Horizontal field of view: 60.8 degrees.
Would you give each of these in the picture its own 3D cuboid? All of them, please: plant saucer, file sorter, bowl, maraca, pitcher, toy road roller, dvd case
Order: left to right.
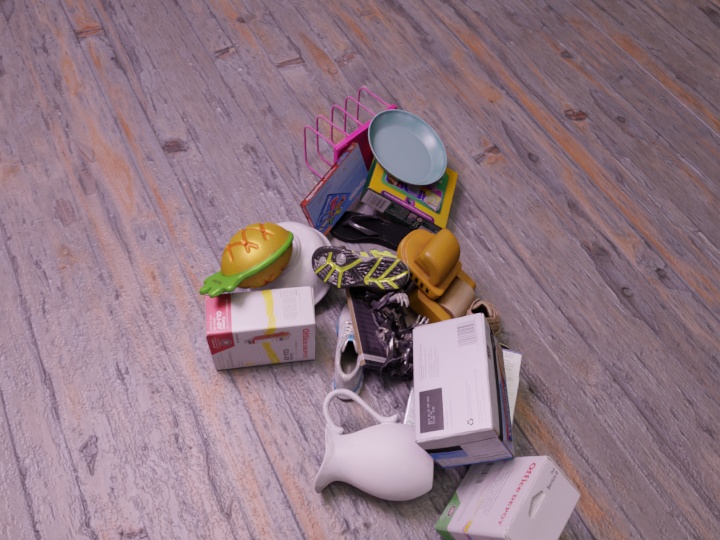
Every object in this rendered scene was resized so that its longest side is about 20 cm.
[{"bbox_3d":[-0.204,-0.015,1.114,0.199,0.109,0.136,-40,24,-27],"label":"maraca"},{"bbox_3d":[-0.153,-0.021,1.229,0.195,0.091,0.206,-5,65,11],"label":"bowl"},{"bbox_3d":[-0.027,-0.311,1.439,0.125,0.141,0.199,38,61,23],"label":"file sorter"},{"bbox_3d":[0.026,0.295,1.045,0.194,0.121,0.177,3,82,4],"label":"pitcher"},{"bbox_3d":[0.038,0.104,1.197,0.146,0.016,0.204,18,46,-40],"label":"dvd case"},{"bbox_3d":[0.100,-0.266,1.364,0.195,0.036,0.205,12,58,-20],"label":"plant saucer"},{"bbox_3d":[0.155,0.008,1.214,0.200,0.146,0.123,44,61,-3],"label":"toy road roller"}]

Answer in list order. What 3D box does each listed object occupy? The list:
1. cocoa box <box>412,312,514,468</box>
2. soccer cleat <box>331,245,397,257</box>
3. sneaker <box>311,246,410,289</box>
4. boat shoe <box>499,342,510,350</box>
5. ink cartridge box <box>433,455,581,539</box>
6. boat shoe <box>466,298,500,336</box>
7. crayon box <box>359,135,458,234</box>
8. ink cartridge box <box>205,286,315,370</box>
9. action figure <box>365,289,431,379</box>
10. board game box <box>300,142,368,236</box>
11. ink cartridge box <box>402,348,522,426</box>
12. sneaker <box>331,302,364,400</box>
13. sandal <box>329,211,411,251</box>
[{"bbox_3d":[0.168,0.200,1.013,0.130,0.132,0.204,-15,50,23],"label":"cocoa box"},{"bbox_3d":[0.007,-0.003,1.295,0.194,0.065,0.086,4,79,-6],"label":"soccer cleat"},{"bbox_3d":[0.000,0.000,1.166,0.195,0.076,0.078,13,94,15],"label":"sneaker"},{"bbox_3d":[0.201,0.158,1.185,0.194,0.077,0.062,13,16,-1],"label":"boat shoe"},{"bbox_3d":[0.226,0.378,0.966,0.088,0.200,0.146,45,60,-3],"label":"ink cartridge box"},{"bbox_3d":[0.239,0.092,1.186,0.069,0.066,0.200,15,15,14],"label":"boat shoe"},{"bbox_3d":[0.113,-0.190,1.387,0.196,0.058,0.176,27,54,-11],"label":"crayon box"},{"bbox_3d":[-0.181,0.108,1.142,0.194,0.147,0.085,-6,56,-9],"label":"ink cartridge box"},{"bbox_3d":[0.072,0.096,1.139,0.118,0.101,0.204,33,38,-39],"label":"action figure"},{"bbox_3d":[-0.050,-0.171,1.329,0.019,0.104,0.201,17,57,35],"label":"board game box"},{"bbox_3d":[0.187,0.232,1.128,0.191,0.044,0.205,12,67,11],"label":"ink cartridge box"},{"bbox_3d":[-0.014,0.137,1.177,0.073,0.088,0.204,4,55,0],"label":"sneaker"},{"bbox_3d":[0.025,-0.096,1.357,0.194,0.043,0.078,11,57,2],"label":"sandal"}]
